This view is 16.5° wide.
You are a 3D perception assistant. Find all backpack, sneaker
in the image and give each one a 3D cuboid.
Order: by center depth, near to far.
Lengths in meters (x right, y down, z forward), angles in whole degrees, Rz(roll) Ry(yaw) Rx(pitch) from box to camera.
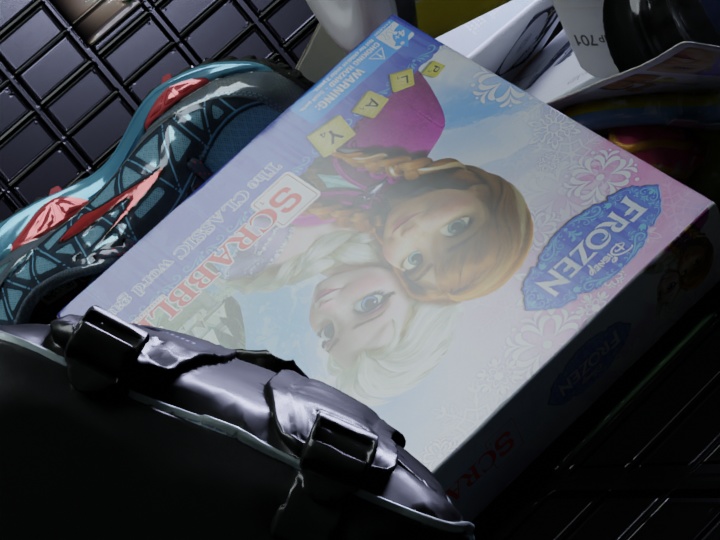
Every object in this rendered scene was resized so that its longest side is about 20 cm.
[{"bbox_3d":[-0.056,0.089,0.784,0.200,0.177,0.151,-58,-10,-84],"label":"backpack"},{"bbox_3d":[-0.088,-0.010,1.096,0.200,0.079,0.096,-38,37,22],"label":"sneaker"}]

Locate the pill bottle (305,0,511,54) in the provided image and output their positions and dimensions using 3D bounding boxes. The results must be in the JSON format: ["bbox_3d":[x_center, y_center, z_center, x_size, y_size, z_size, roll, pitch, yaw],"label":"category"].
[{"bbox_3d":[0.064,-0.185,1.150,0.199,0.113,0.112,-28,5,-14],"label":"pill bottle"}]

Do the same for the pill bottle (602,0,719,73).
[{"bbox_3d":[0.198,-0.136,1.047,0.200,0.112,0.112,-32,11,47],"label":"pill bottle"}]

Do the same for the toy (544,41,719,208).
[{"bbox_3d":[0.135,-0.051,1.021,0.114,0.048,0.200,5,-12,-21],"label":"toy"}]

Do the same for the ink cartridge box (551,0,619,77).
[{"bbox_3d":[0.202,-0.188,1.248,0.146,0.086,0.200,4,40,45],"label":"ink cartridge box"}]

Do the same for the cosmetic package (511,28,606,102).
[{"bbox_3d":[0.142,-0.110,1.385,0.151,0.052,0.200,-48,11,-29],"label":"cosmetic package"}]

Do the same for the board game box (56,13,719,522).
[{"bbox_3d":[0.010,0.008,0.991,0.200,0.041,0.199,-43,48,-15],"label":"board game box"}]

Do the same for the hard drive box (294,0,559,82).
[{"bbox_3d":[0.032,-0.114,1.427,0.200,0.077,0.156,-42,-13,-44],"label":"hard drive box"}]
